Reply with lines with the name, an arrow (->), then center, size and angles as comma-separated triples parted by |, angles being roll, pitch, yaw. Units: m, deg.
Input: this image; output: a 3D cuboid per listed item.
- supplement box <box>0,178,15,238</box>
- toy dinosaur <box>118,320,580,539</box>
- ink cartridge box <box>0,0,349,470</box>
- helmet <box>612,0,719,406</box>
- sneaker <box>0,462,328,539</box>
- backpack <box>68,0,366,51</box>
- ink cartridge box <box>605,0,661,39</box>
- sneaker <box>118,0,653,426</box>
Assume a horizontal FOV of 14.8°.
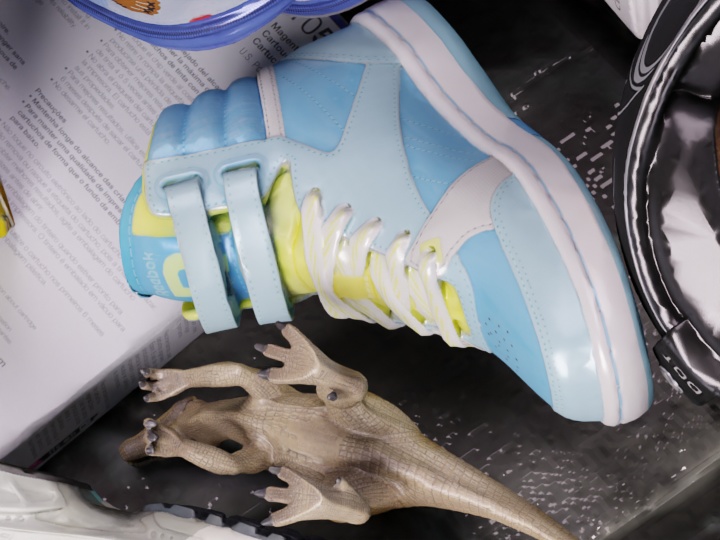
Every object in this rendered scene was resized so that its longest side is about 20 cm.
supplement box -> -0.195, -0.104, 0.903 | 0.109, 0.109, 0.201 | -17, 70, -7
toy dinosaur -> 0.001, 0.056, 0.856 | 0.199, 0.101, 0.059 | 15, 86, 31
ink cartridge box -> -0.113, -0.056, 0.966 | 0.200, 0.043, 0.196 | -38, 74, -16
helmet -> 0.173, -0.041, 0.821 | 0.199, 0.201, 0.191 | 8, 14, 20
sneaker -> -0.064, 0.114, 0.859 | 0.199, 0.078, 0.087 | 12, 86, 15
backpack -> -0.045, -0.169, 0.898 | 0.190, 0.154, 0.200 | -43, 44, -7
ink cartridge box -> 0.144, -0.171, 0.953 | 0.199, 0.045, 0.176 | -20, 43, -12
sneaker -> 0.000, 0.000, 0.857 | 0.130, 0.080, 0.200 | -22, 38, -11
